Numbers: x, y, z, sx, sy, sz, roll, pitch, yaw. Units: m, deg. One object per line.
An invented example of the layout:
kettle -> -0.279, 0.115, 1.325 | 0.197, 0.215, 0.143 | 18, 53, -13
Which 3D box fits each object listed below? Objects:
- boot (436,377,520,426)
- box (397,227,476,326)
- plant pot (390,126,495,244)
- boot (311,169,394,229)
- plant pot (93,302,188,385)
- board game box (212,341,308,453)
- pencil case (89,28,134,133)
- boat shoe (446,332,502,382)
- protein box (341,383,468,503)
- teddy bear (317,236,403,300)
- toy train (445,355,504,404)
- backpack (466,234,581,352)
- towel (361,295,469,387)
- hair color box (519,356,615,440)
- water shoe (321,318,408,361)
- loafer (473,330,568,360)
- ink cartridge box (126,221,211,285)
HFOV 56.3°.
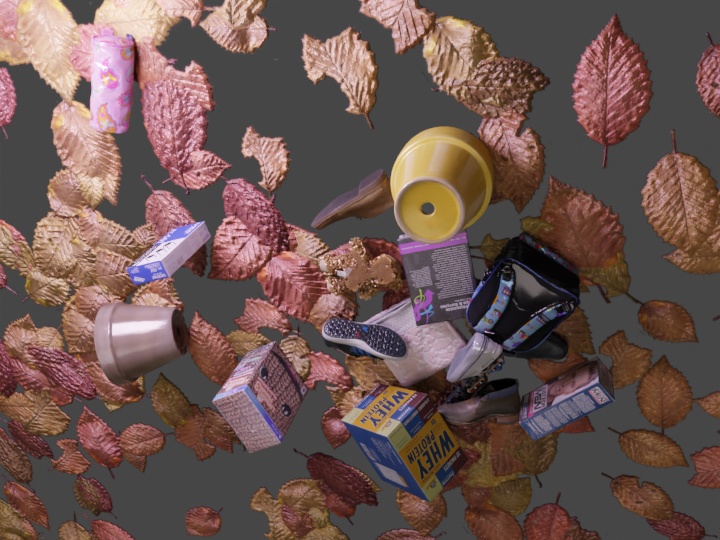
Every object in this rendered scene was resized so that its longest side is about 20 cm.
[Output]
boot -> 0.264, 0.288, 1.507 | 0.198, 0.075, 0.098 | -1, 113, -7
box -> 0.166, 0.011, 1.403 | 0.142, 0.036, 0.202 | -10, 108, 10
plant pot -> 0.143, -0.146, 1.257 | 0.199, 0.189, 0.202 | 7, 118, 14
boot -> -0.014, -0.125, 1.389 | 0.199, 0.074, 0.076 | -28, 116, 25
plant pot -> -0.520, 0.164, 1.638 | 0.172, 0.200, 0.201 | -11, 115, 2
board game box -> -0.231, 0.297, 1.596 | 0.096, 0.200, 0.160 | -23, 109, 26
pencil case -> -0.516, -0.387, 1.393 | 0.087, 0.088, 0.201 | 17, 120, 7
boat shoe -> 0.237, 0.197, 1.409 | 0.066, 0.074, 0.200 | 23, 154, 1
protein box -> 0.098, 0.386, 1.530 | 0.200, 0.135, 0.199 | -3, 123, 59
teddy bear -> 0.000, 0.000, 1.458 | 0.199, 0.067, 0.146 | -25, 98, 33
toy train -> 0.262, 0.247, 1.517 | 0.046, 0.034, 0.200 | 26, 125, -15
backpack -> 0.317, 0.057, 1.342 | 0.182, 0.135, 0.201 | 31, 129, 0
towel -> 0.123, 0.156, 1.514 | 0.199, 0.032, 0.191 | -33, 104, 29
hair color box -> 0.439, 0.274, 1.440 | 0.200, 0.100, 0.061 | -37, 101, 29
water shoe -> 0.011, 0.160, 1.509 | 0.199, 0.072, 0.079 | 18, 149, 8
loafer -> 0.338, 0.160, 1.427 | 0.199, 0.070, 0.069 | 11, 120, 11
ink cartridge box -> -0.416, -0.040, 1.473 | 0.093, 0.200, 0.044 | -11, 114, 22
